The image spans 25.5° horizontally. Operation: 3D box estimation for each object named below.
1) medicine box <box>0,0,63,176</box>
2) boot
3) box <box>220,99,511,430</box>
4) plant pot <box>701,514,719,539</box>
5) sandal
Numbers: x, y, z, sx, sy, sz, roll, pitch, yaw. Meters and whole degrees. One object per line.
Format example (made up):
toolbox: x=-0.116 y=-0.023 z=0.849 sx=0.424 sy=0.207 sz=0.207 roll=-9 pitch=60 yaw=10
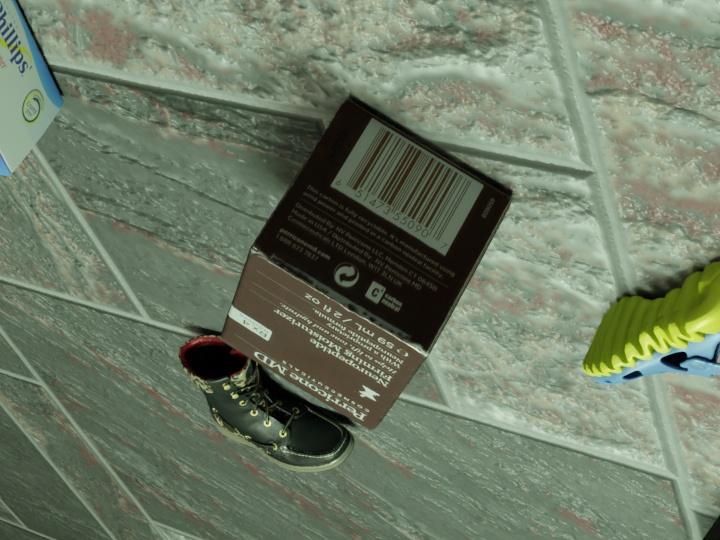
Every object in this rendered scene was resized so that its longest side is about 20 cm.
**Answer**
medicine box: x=-0.402 y=-0.204 z=1.472 sx=0.198 sy=0.103 sz=0.183 roll=19 pitch=151 yaw=23
boot: x=-0.112 y=0.150 z=1.821 sx=0.198 sy=0.073 sz=0.151 roll=19 pitch=152 yaw=34
box: x=0.000 y=0.000 z=1.337 sx=0.165 sy=0.165 sz=0.200 roll=30 pitch=154 yaw=1
plant pot: x=0.385 y=0.334 z=1.500 sx=0.176 sy=0.200 sz=0.200 roll=31 pitch=156 yaw=23
sandal: x=0.255 y=0.061 z=1.284 sx=0.087 sy=0.080 sz=0.200 roll=34 pitch=155 yaw=-17
